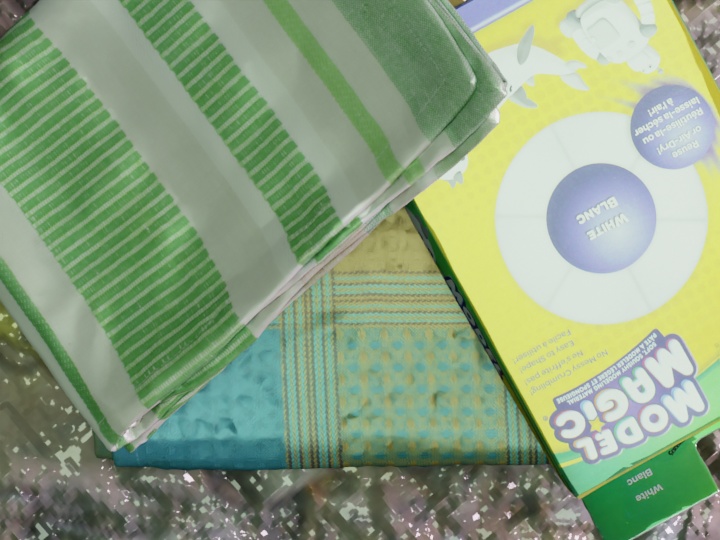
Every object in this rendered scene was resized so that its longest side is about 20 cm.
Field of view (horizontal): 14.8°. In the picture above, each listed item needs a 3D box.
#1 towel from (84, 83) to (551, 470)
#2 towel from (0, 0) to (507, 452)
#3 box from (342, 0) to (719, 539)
[{"bbox_3d":[0.000,0.000,1.013,0.200,0.022,0.147,0,94,0],"label":"towel"},{"bbox_3d":[-0.060,-0.052,0.970,0.200,0.023,0.153,-43,76,21],"label":"towel"},{"bbox_3d":[0.089,-0.010,0.980,0.117,0.048,0.200,-29,94,2],"label":"box"}]
